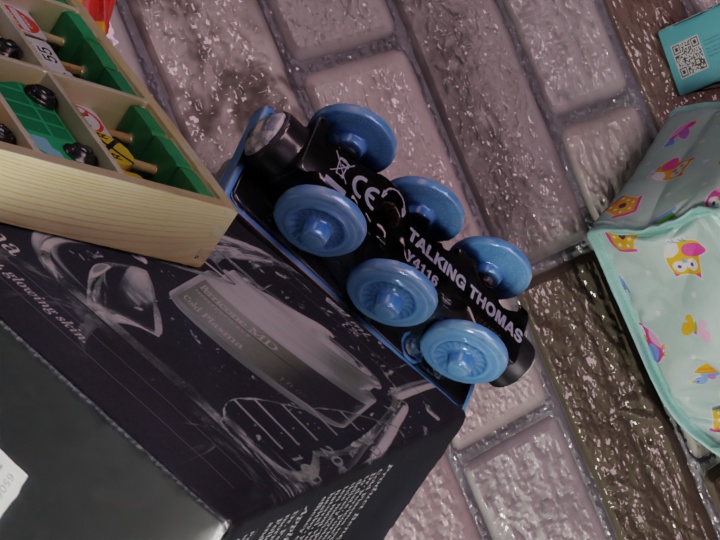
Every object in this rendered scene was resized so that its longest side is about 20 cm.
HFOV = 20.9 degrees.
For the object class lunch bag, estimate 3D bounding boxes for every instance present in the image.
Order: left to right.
[{"bbox_3d":[0.250,0.008,1.230,0.200,0.122,0.170,61,41,-18],"label":"lunch bag"}]

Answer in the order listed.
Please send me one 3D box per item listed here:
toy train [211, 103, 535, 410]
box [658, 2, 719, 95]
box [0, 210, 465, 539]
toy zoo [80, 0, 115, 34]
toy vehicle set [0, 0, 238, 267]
[{"bbox_3d":[0.000,0.000,0.995,0.200,0.114,0.087,42,46,-25],"label":"toy train"},{"bbox_3d":[0.304,-0.168,1.377,0.200,0.082,0.049,-14,84,-45],"label":"box"},{"bbox_3d":[-0.101,0.049,0.679,0.200,0.124,0.197,39,18,15],"label":"box"},{"bbox_3d":[-0.130,-0.166,0.913,0.020,0.131,0.200,6,47,2],"label":"toy zoo"},{"bbox_3d":[-0.139,-0.081,0.694,0.124,0.027,0.200,13,28,-45],"label":"toy vehicle set"}]
